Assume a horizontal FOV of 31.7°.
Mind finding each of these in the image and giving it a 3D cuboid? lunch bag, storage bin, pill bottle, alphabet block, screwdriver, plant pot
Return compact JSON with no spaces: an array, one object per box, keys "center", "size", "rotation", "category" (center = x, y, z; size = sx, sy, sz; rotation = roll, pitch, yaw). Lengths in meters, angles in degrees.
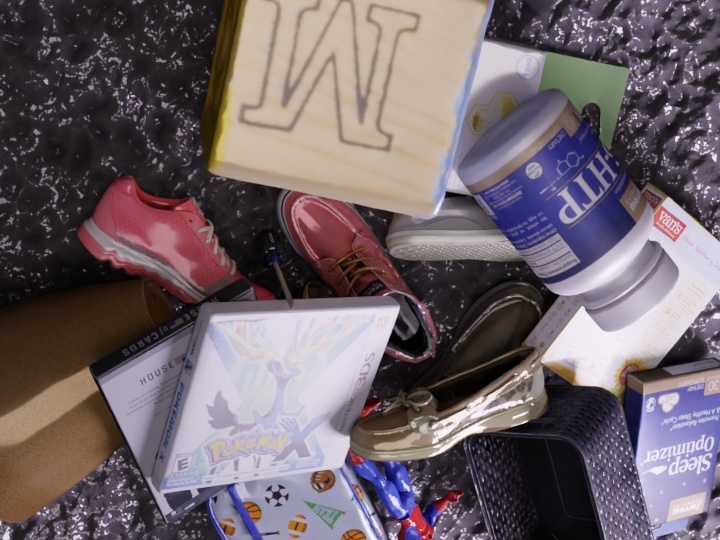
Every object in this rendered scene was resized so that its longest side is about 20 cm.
[{"center":[-0.062,0.260,1.270],"size":[0.159,0.076,0.202],"rotation":[-25,108,1],"category":"lunch bag"},{"center":[0.198,0.223,1.255],"size":[0.134,0.094,0.202],"rotation":[-2,114,38],"category":"storage bin"},{"center":[0.190,-0.049,1.130],"size":[0.119,0.120,0.200],"rotation":[-40,101,4],"category":"pill bottle"},{"center":[-0.022,-0.174,1.082],"size":[0.197,0.195,0.199],"rotation":[10,103,-13],"category":"alphabet block"},{"center":[-0.076,-0.002,1.119],"size":[0.029,0.200,0.028],"rotation":[31,100,-13],"category":"screwdriver"},{"center":[-0.254,0.092,1.118],"size":[0.198,0.187,0.188],"rotation":[-27,109,5],"category":"plant pot"}]

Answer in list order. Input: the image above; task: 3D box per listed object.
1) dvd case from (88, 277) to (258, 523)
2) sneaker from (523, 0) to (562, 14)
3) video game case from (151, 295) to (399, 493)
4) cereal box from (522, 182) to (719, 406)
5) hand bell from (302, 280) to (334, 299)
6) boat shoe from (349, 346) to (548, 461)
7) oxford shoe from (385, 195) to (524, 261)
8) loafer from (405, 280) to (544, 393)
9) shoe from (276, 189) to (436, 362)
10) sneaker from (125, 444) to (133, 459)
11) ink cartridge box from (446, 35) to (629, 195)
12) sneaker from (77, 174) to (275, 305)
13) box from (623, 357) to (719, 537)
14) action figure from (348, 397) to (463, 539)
[{"center":[-0.136,0.116,1.097],"size":[0.149,0.025,0.201],"rotation":[-30,135,-17],"category":"dvd case"},{"center":[0.193,-0.338,1.131],"size":[0.108,0.067,0.202],"rotation":[40,100,-20],"category":"sneaker"},{"center":[-0.072,0.107,1.105],"size":[0.198,0.022,0.184],"rotation":[-1,122,-37],"category":"video game case"},{"center":[0.269,0.031,1.250],"size":[0.143,0.040,0.201],"rotation":[33,98,-37],"category":"cereal box"},{"center":[-0.088,0.112,1.227],"size":[0.199,0.104,0.104],"rotation":[-40,109,18],"category":"hand bell"},{"center":[0.080,0.122,1.178],"size":[0.198,0.073,0.064],"rotation":[-16,113,-19],"category":"boat shoe"},{"center":[0.120,-0.042,1.214],"size":[0.197,0.075,0.059],"rotation":[2,71,-11],"category":"oxford shoe"},{"center":[0.115,0.100,1.250],"size":[0.075,0.070,0.201],"rotation":[35,99,-17],"category":"loafer"},{"center":[0.000,0.000,1.188],"size":[0.071,0.091,0.201],"rotation":[-40,109,-1],"category":"shoe"},{"center":[-0.145,0.121,1.172],"size":[0.200,0.078,0.091],"rotation":[-48,152,24],"category":"sneaker"},{"center":[0.153,-0.138,1.197],"size":[0.197,0.048,0.147],"rotation":[10,104,-9],"category":"ink cartridge box"},{"center":[-0.157,-0.019,1.169],"size":[0.198,0.074,0.087],"rotation":[27,100,-16],"category":"sneaker"},{"center":[0.318,0.196,1.311],"size":[0.120,0.032,0.203],"rotation":[-7,112,-29],"category":"box"},{"center":[0.058,0.222,1.234],"size":[0.098,0.065,0.202],"rotation":[-6,118,36],"category":"action figure"}]
